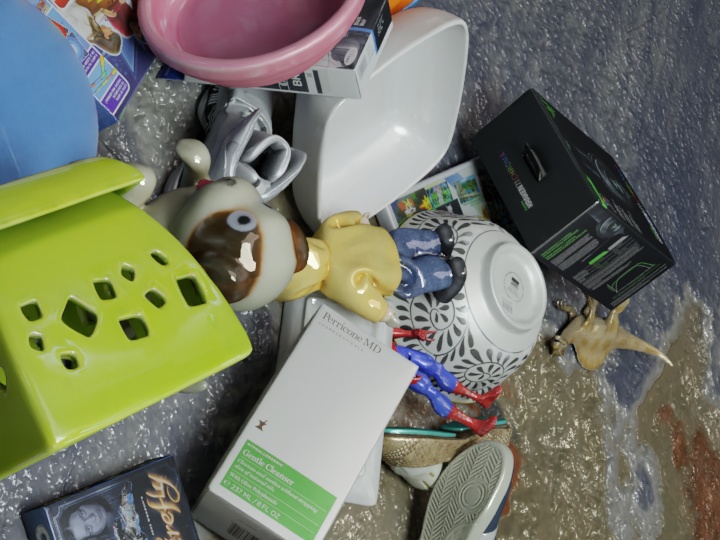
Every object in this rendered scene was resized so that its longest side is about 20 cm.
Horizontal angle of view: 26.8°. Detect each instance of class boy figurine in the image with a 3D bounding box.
[{"bbox_3d":[0.000,0.000,1.382,0.198,0.065,0.125,-4,57,-28],"label":"boy figurine"}]

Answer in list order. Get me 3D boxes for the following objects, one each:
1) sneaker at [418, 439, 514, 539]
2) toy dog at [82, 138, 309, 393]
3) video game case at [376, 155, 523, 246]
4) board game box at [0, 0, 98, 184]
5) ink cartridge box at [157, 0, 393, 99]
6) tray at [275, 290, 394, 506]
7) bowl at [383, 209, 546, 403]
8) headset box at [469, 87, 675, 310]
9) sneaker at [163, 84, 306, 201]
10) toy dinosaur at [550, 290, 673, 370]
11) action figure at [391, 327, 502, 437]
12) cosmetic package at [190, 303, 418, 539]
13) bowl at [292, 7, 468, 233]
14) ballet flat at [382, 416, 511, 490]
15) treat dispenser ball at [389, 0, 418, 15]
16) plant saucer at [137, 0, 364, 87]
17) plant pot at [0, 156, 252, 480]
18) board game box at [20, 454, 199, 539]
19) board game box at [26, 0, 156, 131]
[{"bbox_3d":[0.103,0.261,1.431,0.084,0.075,0.201,30,83,-43],"label":"sneaker"},{"bbox_3d":[-0.139,-0.004,1.186,0.139,0.199,0.196,-10,83,-48],"label":"toy dog"},{"bbox_3d":[0.107,-0.014,1.594,0.199,0.022,0.184,-25,95,-48],"label":"video game case"},{"bbox_3d":[-0.297,-0.124,1.174,0.199,0.039,0.159,-30,102,-46],"label":"board game box"},{"bbox_3d":[-0.079,-0.205,1.331,0.039,0.198,0.100,74,29,-48],"label":"ink cartridge box"},{"bbox_3d":[-0.025,0.106,1.367,0.106,0.022,0.202,10,65,-9],"label":"tray"},{"bbox_3d":[0.123,0.025,1.512,0.200,0.094,0.203,18,63,-41],"label":"bowl"},{"bbox_3d":[0.224,-0.077,1.620,0.199,0.093,0.175,30,28,-47],"label":"headset box"},{"bbox_3d":[-0.095,-0.119,1.339,0.075,0.114,0.201,44,48,-28],"label":"sneaker"},{"bbox_3d":[0.277,0.064,1.740,0.199,0.058,0.102,5,87,-38],"label":"toy dinosaur"},{"bbox_3d":[0.043,0.088,1.435,0.199,0.052,0.066,26,48,-10],"label":"action figure"},{"bbox_3d":[-0.047,0.144,1.280,0.107,0.085,0.201,31,60,-2],"label":"cosmetic package"},{"bbox_3d":[0.009,-0.148,1.418,0.199,0.201,0.075,-36,62,-29],"label":"bowl"},{"bbox_3d":[0.079,0.180,1.464,0.199,0.070,0.066,2,89,-43],"label":"ballet flat"},{"bbox_3d":[-0.016,-0.327,1.433,0.200,0.200,0.203,19,63,-42],"label":"treat dispenser ball"},{"bbox_3d":[-0.089,-0.226,1.293,0.051,0.199,0.202,74,29,-48],"label":"plant saucer"},{"bbox_3d":[-0.232,0.038,1.081,0.198,0.199,0.183,-26,88,-47],"label":"plant pot"},{"bbox_3d":[-0.174,0.261,1.180,0.135,0.034,0.202,-18,90,-49],"label":"board game box"},{"bbox_3d":[-0.222,-0.237,1.301,0.135,0.034,0.201,46,48,-27],"label":"board game box"}]
